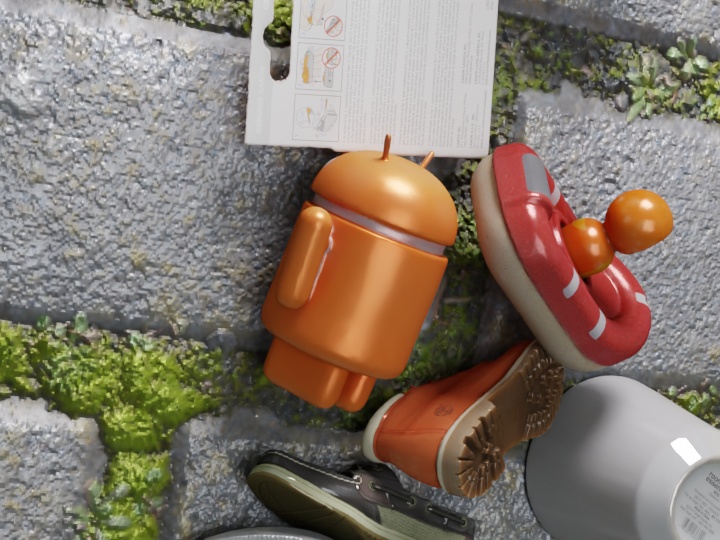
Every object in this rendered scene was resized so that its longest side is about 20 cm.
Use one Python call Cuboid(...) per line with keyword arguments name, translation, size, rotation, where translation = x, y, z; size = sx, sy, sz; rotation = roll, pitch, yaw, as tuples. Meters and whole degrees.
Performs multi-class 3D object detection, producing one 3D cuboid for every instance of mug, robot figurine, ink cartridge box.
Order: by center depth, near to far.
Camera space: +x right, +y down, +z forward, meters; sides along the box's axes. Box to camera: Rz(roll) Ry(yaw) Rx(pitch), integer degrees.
Cuboid(name="robot figurine", translation=(0.001, 0.000, 1.189), size=(0.143, 0.117, 0.201), rotation=(20, 96, -19))
Cuboid(name="ink cartridge box", translation=(0.006, -0.168, 1.213), size=(0.199, 0.050, 0.162), rotation=(1, 98, -22))
Cuboid(name="mug", translation=(0.251, 0.168, 1.320), size=(0.186, 0.153, 0.150), rotation=(-11, 102, -25))

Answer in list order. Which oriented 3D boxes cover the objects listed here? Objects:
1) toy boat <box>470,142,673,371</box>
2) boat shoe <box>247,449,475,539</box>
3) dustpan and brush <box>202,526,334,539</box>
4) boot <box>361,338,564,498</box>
Cuboid(name="toy boat", translation=(0.176, -0.018, 1.242), size=(0.130, 0.131, 0.200), rotation=(-23, 133, 17))
Cuboid(name="boat shoe", translation=(0.005, 0.179, 1.253), size=(0.200, 0.072, 0.066), rotation=(31, 62, -22))
Cuboid(name="dustpan and brush", translation=(-0.016, 0.237, 1.215), size=(0.199, 0.057, 0.140), rotation=(-21, 109, -1))
Cuboid(name="boot", translation=(0.085, 0.101, 1.274), size=(0.200, 0.107, 0.075), rotation=(-33, 121, -48))
